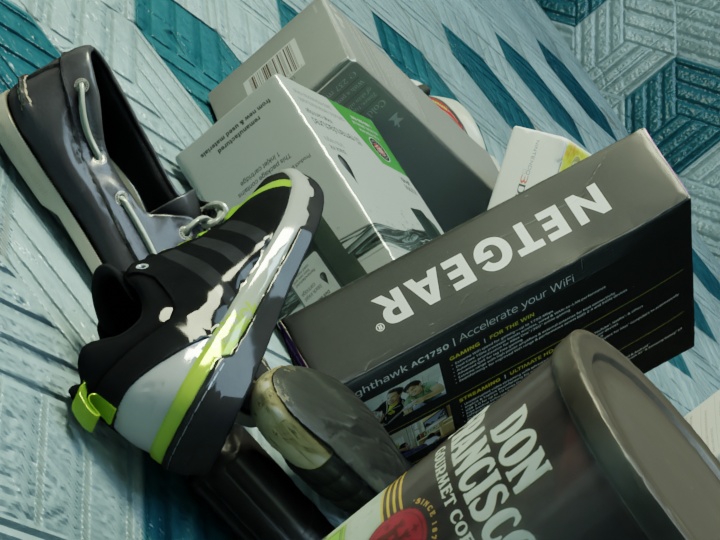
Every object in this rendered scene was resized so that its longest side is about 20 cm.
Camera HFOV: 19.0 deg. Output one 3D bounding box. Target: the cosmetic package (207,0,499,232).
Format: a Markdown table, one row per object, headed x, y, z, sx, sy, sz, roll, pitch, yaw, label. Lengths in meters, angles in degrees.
| x | y | z | sx | sy | sz | roll | pitch | yaw | label |
| --- | --- | --- | --- | --- | --- | --- | --- | --- | --- |
| 0.005 | -0.073 | 1.407 | 0.200 | 0.107 | 0.090 | 39 | 17 | -37 | cosmetic package |

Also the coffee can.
| x | y | z | sx | sy | sz | roll | pitch | yaw | label |
| --- | --- | --- | --- | --- | --- | --- | --- | --- | --- |
| 0.048 | 0.141 | 0.788 | 0.146 | 0.200 | 0.147 | 47 | 14 | -15 | coffee can |

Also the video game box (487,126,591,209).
| x | y | z | sx | sy | sz | roll | pitch | yaw | label |
| --- | --- | --- | --- | --- | --- | --- | --- | --- | --- |
| 0.124 | 0.012 | 1.436 | 0.046 | 0.184 | 0.200 | 20 | 0 | 24 | video game box |

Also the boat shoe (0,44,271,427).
| x | y | z | sx | sy | sz | roll | pitch | yaw | label |
| --- | --- | --- | --- | --- | --- | --- | --- | --- | --- |
| -0.095 | -0.017 | 1.019 | 0.201 | 0.063 | 0.073 | 53 | 11 | 0 | boat shoe |

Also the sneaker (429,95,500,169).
| x | y | z | sx | sy | sz | roll | pitch | yaw | label |
| --- | --- | --- | --- | --- | --- | --- | --- | --- | --- |
| 0.081 | -0.063 | 1.733 | 0.200 | 0.077 | 0.085 | 50 | 23 | 26 | sneaker |

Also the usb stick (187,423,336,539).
| x | y | z | sx | sy | sz | roll | pitch | yaw | label |
| --- | --- | --- | --- | --- | --- | --- | --- | --- | --- |
| -0.005 | 0.148 | 0.958 | 0.200 | 0.033 | 0.055 | 49 | 5 | -11 | usb stick |

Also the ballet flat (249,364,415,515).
| x | y | z | sx | sy | sz | roll | pitch | yaw | label |
| --- | --- | --- | --- | --- | --- | --- | --- | --- | --- |
| -0.005 | 0.098 | 0.972 | 0.200 | 0.056 | 0.067 | 48 | 17 | -57 | ballet flat |

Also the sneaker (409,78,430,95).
| x | y | z | sx | sy | sz | roll | pitch | yaw | label |
| --- | --- | --- | --- | --- | --- | --- | --- | --- | --- |
| -0.010 | -0.119 | 1.582 | 0.077 | 0.076 | 0.200 | 30 | 11 | 8 | sneaker |

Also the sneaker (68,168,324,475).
| x | y | z | sx | sy | sz | roll | pitch | yaw | label |
| --- | --- | --- | --- | --- | --- | --- | --- | --- | --- |
| -0.074 | 0.006 | 0.943 | 0.082 | 0.072 | 0.201 | 24 | 34 | -2 | sneaker |

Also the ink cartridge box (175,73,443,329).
| x | y | z | sx | sy | sz | roll | pitch | yaw | label |
| --- | --- | --- | --- | --- | --- | --- | --- | --- | --- |
| 0.000 | 0.000 | 1.243 | 0.201 | 0.083 | 0.146 | 58 | 15 | 19 | ink cartridge box |

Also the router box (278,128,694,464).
| x | y | z | sx | sy | sz | roll | pitch | yaw | label |
| --- | --- | --- | --- | --- | --- | --- | --- | --- | --- |
| 0.069 | 0.031 | 1.052 | 0.051 | 0.199 | 0.150 | 58 | -9 | 30 | router box |

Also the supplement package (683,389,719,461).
| x | y | z | sx | sy | sz | roll | pitch | yaw | label |
| --- | --- | --- | --- | --- | --- | --- | --- | --- | --- |
| 0.160 | 0.165 | 1.089 | 0.121 | 0.200 | 0.120 | 49 | 13 | -3 | supplement package |
